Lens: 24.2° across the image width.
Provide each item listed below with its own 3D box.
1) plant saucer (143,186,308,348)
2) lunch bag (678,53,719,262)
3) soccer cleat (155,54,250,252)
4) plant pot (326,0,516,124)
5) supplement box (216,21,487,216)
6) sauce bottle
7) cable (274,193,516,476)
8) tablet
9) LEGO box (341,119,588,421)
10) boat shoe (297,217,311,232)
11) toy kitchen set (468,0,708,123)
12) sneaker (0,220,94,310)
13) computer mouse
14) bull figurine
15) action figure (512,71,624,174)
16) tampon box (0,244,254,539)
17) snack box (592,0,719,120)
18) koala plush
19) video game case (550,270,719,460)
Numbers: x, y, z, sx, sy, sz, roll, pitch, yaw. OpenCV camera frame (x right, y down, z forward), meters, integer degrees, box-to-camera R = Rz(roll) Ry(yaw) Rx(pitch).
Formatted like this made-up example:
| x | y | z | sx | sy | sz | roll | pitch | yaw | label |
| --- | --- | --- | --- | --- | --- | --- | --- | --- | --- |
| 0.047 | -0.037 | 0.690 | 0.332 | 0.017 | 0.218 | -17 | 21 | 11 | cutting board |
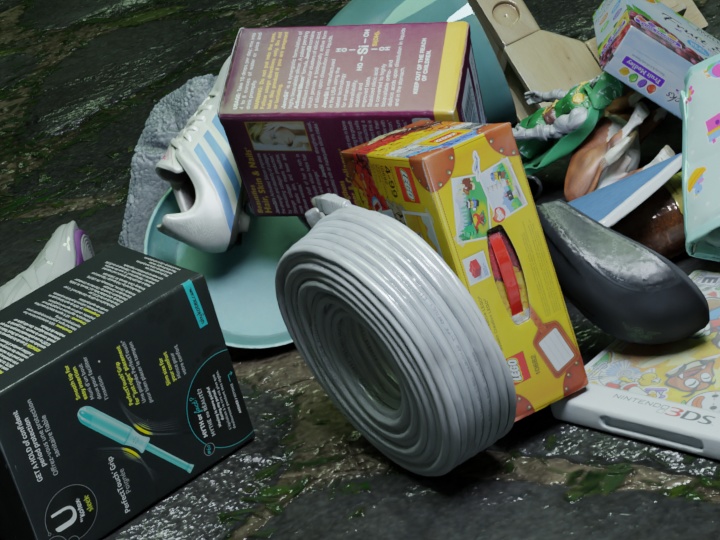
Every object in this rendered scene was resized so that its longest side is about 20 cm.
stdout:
| x | y | z | sx | sy | sz | roll | pitch | yaw | label |
| --- | --- | --- | --- | --- | --- | --- | --- | --- | --- |
| -0.091 | -0.013 | 1.487 | 0.197 | 0.036 | 0.202 | 1 | 60 | -1 | plant saucer |
| 0.346 | -0.091 | 1.308 | 0.198 | 0.122 | 0.172 | -5 | 64 | 21 | lunch bag |
| -0.133 | -0.113 | 1.474 | 0.085 | 0.070 | 0.202 | 11 | 63 | -14 | soccer cleat |
| 0.043 | -0.200 | 1.719 | 0.160 | 0.202 | 0.201 | -29 | 25 | -1 | plant pot |
| -0.002 | -0.122 | 1.388 | 0.197 | 0.132 | 0.104 | 1 | 54 | 13 | supplement box |
| 0.265 | -0.048 | 1.401 | 0.198 | 0.067 | 0.066 | -23 | 25 | -4 | sauce bottle |
| 0.023 | 0.050 | 1.182 | 0.069 | 0.202 | 0.199 | -33 | 22 | -23 | cable |
| 0.176 | -0.039 | 1.408 | 0.130 | 0.014 | 0.199 | -37 | 8 | -35 | tablet |
| 0.075 | -0.004 | 1.238 | 0.077 | 0.202 | 0.149 | -23 | 14 | -20 | LEGO box |
| 0.000 | 0.000 | 1.419 | 0.065 | 0.074 | 0.201 | -26 | 45 | -5 | boat shoe |
| 0.224 | -0.272 | 1.682 | 0.198 | 0.182 | 0.163 | -26 | -17 | -13 | toy kitchen set |
| -0.308 | 0.013 | 1.609 | 0.098 | 0.076 | 0.201 | -11 | 25 | 8 | sneaker |
| 0.165 | 0.003 | 1.250 | 0.199 | 0.139 | 0.053 | 31 | 70 | 30 | computer mouse |
| 0.236 | -0.122 | 1.557 | 0.121 | 0.065 | 0.201 | -40 | 19 | 33 | bull figurine |
| 0.168 | -0.130 | 1.556 | 0.199 | 0.055 | 0.119 | -32 | 21 | 40 | action figure |
| -0.209 | 0.098 | 1.279 | 0.199 | 0.151 | 0.126 | -31 | 29 | -31 | tampon box |
| 0.305 | -0.172 | 1.510 | 0.053 | 0.199 | 0.143 | -55 | 12 | 23 | snack box |
| -0.136 | -0.090 | 1.639 | 0.175 | 0.186 | 0.200 | 2 | 1 | 2 | koala plush |
| 0.265 | 0.065 | 1.218 | 0.181 | 0.023 | 0.199 | 11 | 36 | 44 | video game case |
